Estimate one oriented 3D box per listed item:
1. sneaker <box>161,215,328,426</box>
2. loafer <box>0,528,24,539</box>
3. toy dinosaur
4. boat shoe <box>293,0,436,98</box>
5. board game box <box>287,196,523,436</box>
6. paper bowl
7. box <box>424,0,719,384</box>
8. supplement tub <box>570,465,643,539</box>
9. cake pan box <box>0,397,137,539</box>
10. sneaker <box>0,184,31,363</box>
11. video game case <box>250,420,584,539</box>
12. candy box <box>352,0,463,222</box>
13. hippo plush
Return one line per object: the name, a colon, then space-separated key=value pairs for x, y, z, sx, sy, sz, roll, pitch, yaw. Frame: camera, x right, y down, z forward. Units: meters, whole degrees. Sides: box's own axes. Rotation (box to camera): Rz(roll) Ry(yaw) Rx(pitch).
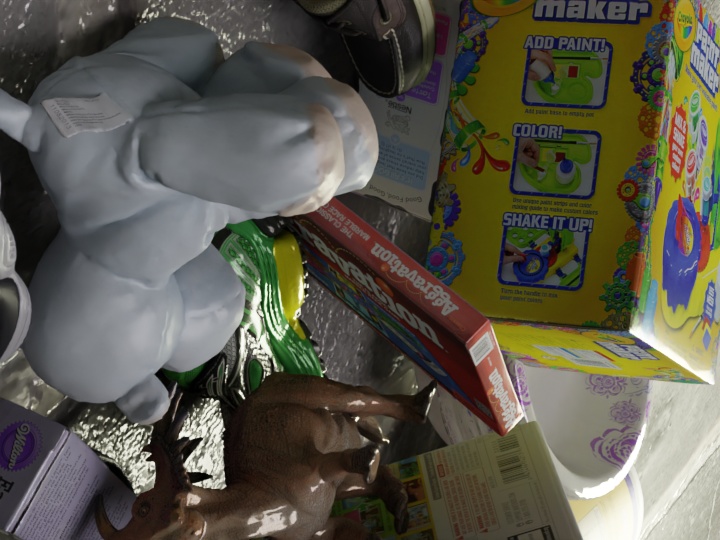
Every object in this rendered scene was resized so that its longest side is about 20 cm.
sneaker: x=-0.074 y=0.042 z=1.096 sx=0.085 sy=0.078 sz=0.201 roll=-36 pitch=141 yaw=-23
loafer: x=-0.127 y=0.186 z=0.952 sx=0.200 sy=0.070 sz=0.070 roll=40 pitch=81 yaw=-39
toy dinosaur: x=-0.043 y=0.090 z=1.031 sx=0.200 sy=0.134 sz=0.087 roll=-46 pitch=146 yaw=-63
boat shoe: x=-0.011 y=-0.159 z=1.068 sx=0.065 sy=0.073 sz=0.201 roll=-44 pitch=143 yaw=-22
board game box: x=0.000 y=0.000 z=1.049 sx=0.019 sy=0.200 sz=0.103 roll=-43 pitch=148 yaw=-13
paper bowl: x=0.110 y=0.054 z=1.371 sx=0.200 sy=0.104 sz=0.203 roll=12 pitch=75 yaw=-53
box: x=0.131 y=-0.049 z=1.145 sx=0.200 sy=0.121 sz=0.195 roll=25 pitch=71 yaw=-66
supplement tub: x=0.101 y=0.193 z=1.456 sx=0.200 sy=0.144 sz=0.147 roll=-31 pitch=136 yaw=-53
cake pan box: x=-0.171 y=0.181 z=1.017 sx=0.201 sy=0.052 sz=0.184 roll=-62 pitch=156 yaw=-15
sneaker: x=-0.195 y=0.002 z=0.801 sx=0.114 sy=0.075 sz=0.201 roll=-56 pitch=154 yaw=-31
video game case: x=0.023 y=0.148 z=1.058 sx=0.200 sy=0.180 sz=0.023 roll=-102 pitch=175 yaw=-71
candy box: x=0.070 y=-0.151 z=1.220 sx=0.167 sy=0.071 sz=0.202 roll=-29 pitch=134 yaw=-54
hippo plush: x=-0.086 y=-0.012 z=0.914 sx=0.200 sy=0.158 sz=0.162 roll=-24 pitch=129 yaw=-57
